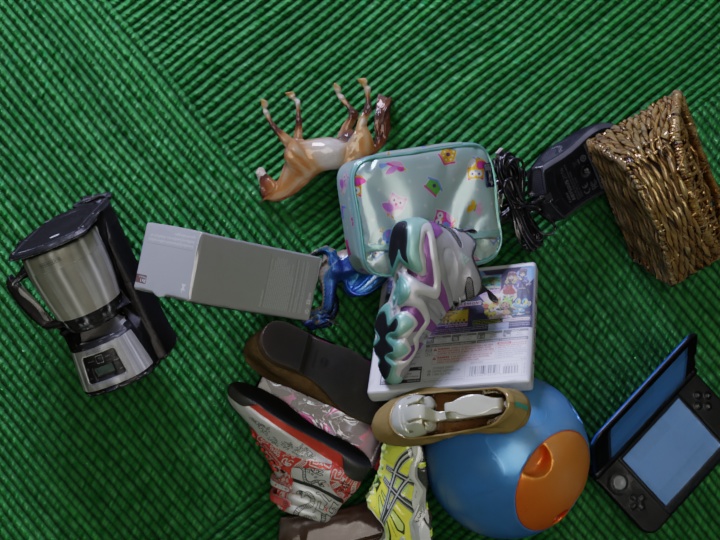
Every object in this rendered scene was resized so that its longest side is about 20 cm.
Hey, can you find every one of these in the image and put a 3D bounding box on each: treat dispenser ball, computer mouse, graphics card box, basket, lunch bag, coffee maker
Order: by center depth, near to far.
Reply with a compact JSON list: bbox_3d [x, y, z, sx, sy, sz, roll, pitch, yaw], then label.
[{"bbox_3d":[-0.306,0.025,1.629,0.135,0.192,0.200,-11,111,35],"label":"coffee maker"},{"bbox_3d":[0.177,0.224,1.642,0.201,0.201,0.201,0,87,-6],"label":"treat dispenser ball"},{"bbox_3d":[0.078,-0.071,1.657,0.200,0.077,0.161,-8,91,-17],"label":"lunch bag"},{"bbox_3d":[0.398,-0.102,1.682,0.149,0.143,0.200,-28,114,-6],"label":"basket"},{"bbox_3d":[-0.031,0.161,1.700,0.200,0.051,0.126,25,86,-3],"label":"graphics card box"},{"bbox_3d":[0.257,-0.126,1.729,0.200,0.053,0.139,-29,111,-18],"label":"computer mouse"}]

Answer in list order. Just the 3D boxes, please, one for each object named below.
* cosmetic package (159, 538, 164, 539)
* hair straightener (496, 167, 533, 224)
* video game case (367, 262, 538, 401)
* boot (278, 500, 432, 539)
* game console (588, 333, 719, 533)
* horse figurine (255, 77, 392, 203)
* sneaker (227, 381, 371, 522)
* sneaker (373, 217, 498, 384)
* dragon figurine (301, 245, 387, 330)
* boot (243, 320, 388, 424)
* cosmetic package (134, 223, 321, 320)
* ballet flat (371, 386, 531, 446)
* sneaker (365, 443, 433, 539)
[{"bbox_3d":[-0.255,0.440,1.647,0.107,0.090,0.200,35,81,-3],"label":"cosmetic package"},{"bbox_3d":[0.154,-0.063,1.742,0.200,0.041,0.077,-34,91,-11],"label":"hair straightener"},{"bbox_3d":[0.115,0.074,1.649,0.200,0.023,0.182,-6,49,18],"label":"video game case"},{"bbox_3d":[0.003,0.375,1.686,0.200,0.064,0.187,-16,78,-9],"label":"boot"},{"bbox_3d":[0.388,0.207,1.695,0.200,0.118,0.171,-44,93,-13],"label":"game console"},{"bbox_3d":[-0.043,-0.168,1.713,0.200,0.050,0.133,-14,101,-12],"label":"horse figurine"},{"bbox_3d":[-0.097,0.227,1.644,0.201,0.067,0.108,32,103,-9],"label":"sneaker"},{"bbox_3d":[0.097,0.042,1.602,0.140,0.078,0.200,5,103,-23],"label":"sneaker"},{"bbox_3d":[0.000,0.000,1.706,0.200,0.059,0.100,-29,91,-11],"label":"dragon figurine"},{"bbox_3d":[-0.052,0.128,1.649,0.200,0.075,0.074,33,58,-20],"label":"boot"},{"bbox_3d":[-0.156,0.003,1.609,0.200,0.107,0.090,16,85,-49],"label":"cosmetic package"},{"bbox_3d":[0.094,0.160,1.553,0.200,0.063,0.069,-12,70,23],"label":"ballet flat"},{"bbox_3d":[0.043,0.258,1.632,0.076,0.075,0.200,-6,91,-1],"label":"sneaker"}]
